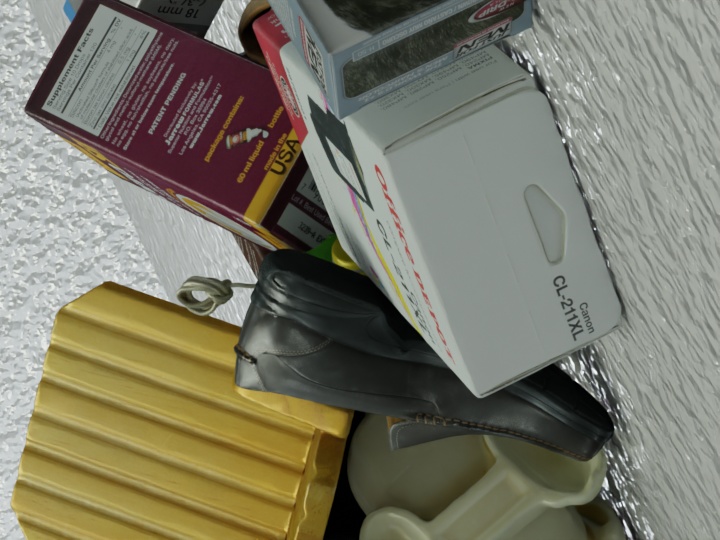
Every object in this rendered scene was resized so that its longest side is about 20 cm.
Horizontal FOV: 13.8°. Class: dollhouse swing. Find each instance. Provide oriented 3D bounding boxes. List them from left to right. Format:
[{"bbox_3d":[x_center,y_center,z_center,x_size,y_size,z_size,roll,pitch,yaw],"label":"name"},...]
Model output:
[{"bbox_3d":[-0.107,0.122,1.644,0.182,0.175,0.200,-82,7,-74],"label":"dollhouse swing"}]

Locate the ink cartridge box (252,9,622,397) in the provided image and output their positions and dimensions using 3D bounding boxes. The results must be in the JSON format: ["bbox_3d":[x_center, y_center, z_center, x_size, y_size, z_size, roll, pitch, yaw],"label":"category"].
[{"bbox_3d":[0.034,-0.050,1.450,0.146,0.083,0.200,68,171,-27],"label":"ink cartridge box"}]

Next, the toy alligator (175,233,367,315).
[{"bbox_3d":[0.000,0.000,1.622,0.054,0.199,0.059,-70,-25,-44],"label":"toy alligator"}]

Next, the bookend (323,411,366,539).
[{"bbox_3d":[-0.059,0.179,1.770,0.092,0.199,0.199,33,-130,-73],"label":"bookend"}]

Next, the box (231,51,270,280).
[{"bbox_3d":[-0.029,-0.039,1.817,0.200,0.100,0.075,61,171,22],"label":"box"}]

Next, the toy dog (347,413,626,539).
[{"bbox_3d":[0.068,0.158,1.654,0.194,0.140,0.200,34,166,37],"label":"toy dog"}]

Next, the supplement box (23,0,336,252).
[{"bbox_3d":[-0.081,-0.076,1.714,0.200,0.086,0.110,26,174,37],"label":"supplement box"}]

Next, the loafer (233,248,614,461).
[{"bbox_3d":[0.031,0.058,1.525,0.200,0.072,0.073,24,-167,-2],"label":"loafer"}]

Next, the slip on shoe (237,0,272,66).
[{"bbox_3d":[-0.022,-0.130,1.623,0.076,0.060,0.200,66,171,-18],"label":"slip on shoe"}]

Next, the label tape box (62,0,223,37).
[{"bbox_3d":[-0.145,-0.193,1.830,0.144,0.063,0.200,58,132,35],"label":"label tape box"}]

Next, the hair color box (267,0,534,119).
[{"bbox_3d":[-0.014,-0.176,1.308,0.200,0.099,0.061,60,170,23],"label":"hair color box"}]
